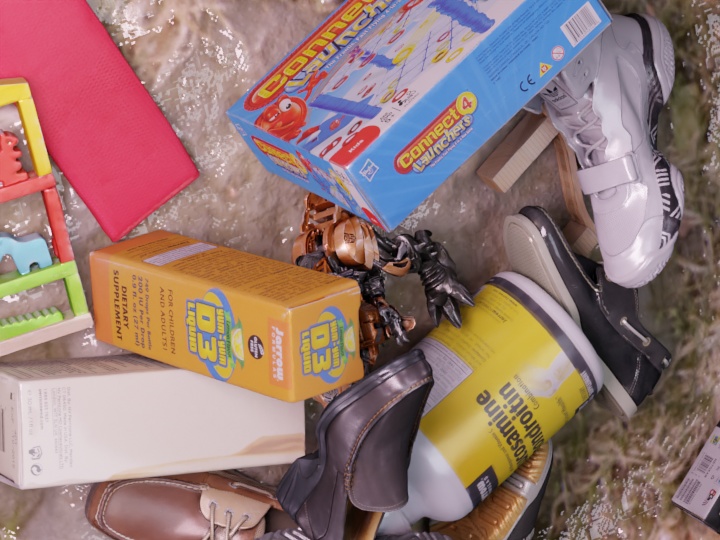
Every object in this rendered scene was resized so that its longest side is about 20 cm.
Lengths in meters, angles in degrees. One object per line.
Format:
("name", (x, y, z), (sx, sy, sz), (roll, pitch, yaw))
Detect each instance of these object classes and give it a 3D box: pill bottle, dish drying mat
("pill bottle", (0.066, 0.103, 1.764), (0.200, 0.112, 0.112), (-42, 118, -11))
("dish drying mat", (-0.185, -0.117, 1.635), (0.077, 0.018, 0.201), (-39, 118, -10))

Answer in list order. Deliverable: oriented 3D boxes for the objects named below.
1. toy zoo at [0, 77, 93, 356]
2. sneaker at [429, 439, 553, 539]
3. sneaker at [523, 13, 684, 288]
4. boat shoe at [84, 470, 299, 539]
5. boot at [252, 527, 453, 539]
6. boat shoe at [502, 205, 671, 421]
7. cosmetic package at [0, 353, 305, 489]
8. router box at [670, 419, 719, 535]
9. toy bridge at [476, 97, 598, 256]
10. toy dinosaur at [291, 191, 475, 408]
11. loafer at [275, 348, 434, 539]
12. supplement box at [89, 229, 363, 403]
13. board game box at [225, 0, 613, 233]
("toy zoo", (-0.257, -0.038, 1.609), (0.130, 0.020, 0.201), (-17, 111, -13))
("sneaker", (0.093, 0.205, 1.840), (0.087, 0.075, 0.201), (23, 95, -46))
("sneaker", (0.159, -0.091, 1.748), (0.114, 0.075, 0.202), (13, 70, -35))
("boat shoe", (-0.091, 0.173, 1.728), (0.199, 0.072, 0.076), (12, 98, -29))
("boot", (-0.028, 0.262, 1.748), (0.163, 0.066, 0.201), (4, 139, -18))
("boat shoe", (0.162, 0.019, 1.802), (0.068, 0.072, 0.200), (-42, 127, -9))
("cosmetic package", (-0.145, 0.095, 1.658), (0.198, 0.105, 0.072), (-3, 95, -24))
("router box", (0.349, 0.131, 1.947), (0.149, 0.051, 0.201), (32, 88, -31))
("toy bridge", (0.113, -0.085, 1.786), (0.067, 0.027, 0.200), (-48, 120, -8))
("toy dinosaur", (0.000, 0.000, 1.689), (0.135, 0.102, 0.202), (24, 77, -51))
("loafer", (0.010, 0.120, 1.610), (0.072, 0.200, 0.073), (-25, 69, -29))
("supplement box", (-0.087, 0.027, 1.613), (0.069, 0.199, 0.067), (-18, 112, -43))
("board game box", (0.034, -0.131, 1.638), (0.200, 0.196, 0.056), (-44, 118, -10))
